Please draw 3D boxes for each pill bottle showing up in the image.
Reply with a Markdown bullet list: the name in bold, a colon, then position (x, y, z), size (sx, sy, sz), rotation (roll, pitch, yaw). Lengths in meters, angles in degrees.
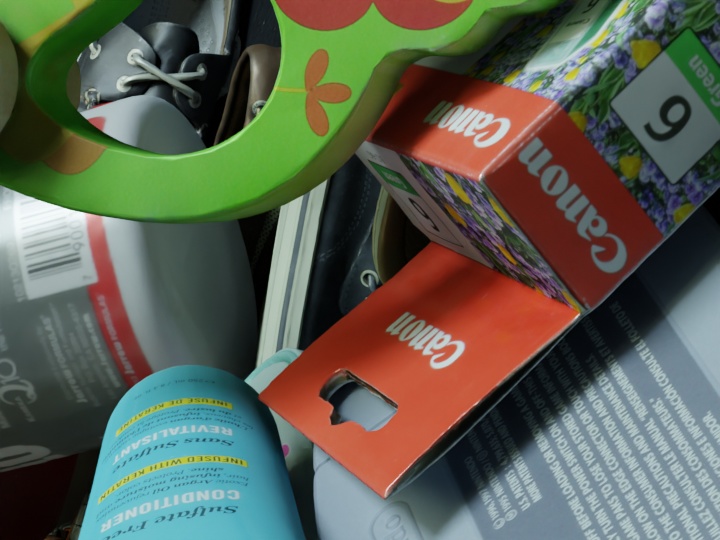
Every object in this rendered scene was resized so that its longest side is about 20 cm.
- **pill bottle**: position (-0.147, 0.018, 0.812), size (0.199, 0.114, 0.114), rotation (-15, 47, 15)

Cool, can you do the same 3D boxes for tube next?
- **tube**: position (-0.042, 0.075, 0.570), size (0.200, 0.077, 0.051), rotation (-107, -2, -76)

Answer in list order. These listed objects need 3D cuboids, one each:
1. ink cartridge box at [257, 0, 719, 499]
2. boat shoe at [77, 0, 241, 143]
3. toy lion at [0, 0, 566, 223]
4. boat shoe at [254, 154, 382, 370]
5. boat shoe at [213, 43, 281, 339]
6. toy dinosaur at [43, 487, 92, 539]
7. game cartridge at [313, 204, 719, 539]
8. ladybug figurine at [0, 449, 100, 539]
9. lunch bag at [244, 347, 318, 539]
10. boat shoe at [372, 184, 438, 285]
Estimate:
- **ink cartridge box**: position (0.047, -0.038, 0.606), size (0.200, 0.050, 0.109), rotation (-43, 21, -8)
- **boat shoe**: position (-0.090, -0.094, 1.054), size (0.060, 0.074, 0.200), rotation (-51, 20, 48)
- **toy lion**: position (-0.021, -0.105, 0.594), size (0.069, 0.191, 0.201), rotation (-5, -71, -75)
- **boat shoe**: position (0.000, 0.000, 0.775), size (0.075, 0.062, 0.201), rotation (-91, 12, -69)
- **boat shoe**: position (-0.058, 0.004, 0.887), size (0.203, 0.075, 0.075), rotation (-64, 23, 14)
- **toy dinosaur**: position (-0.113, 0.138, 0.817), size (0.102, 0.200, 0.136), rotation (16, 93, 33)
- **game cartridge**: position (0.055, 0.056, 0.563), size (0.133, 0.042, 0.200), rotation (-39, 29, 9)
- **ladybug figurine**: position (-0.171, 0.080, 0.919), size (0.135, 0.072, 0.200), rotation (13, 74, 33)
- **lunch bag**: position (-0.015, 0.128, 0.681), size (0.161, 0.077, 0.200), rotation (-53, 30, 24)
- **boat shoe**: position (0.058, -0.076, 0.700), size (0.200, 0.074, 0.066), rotation (-61, 18, -5)
